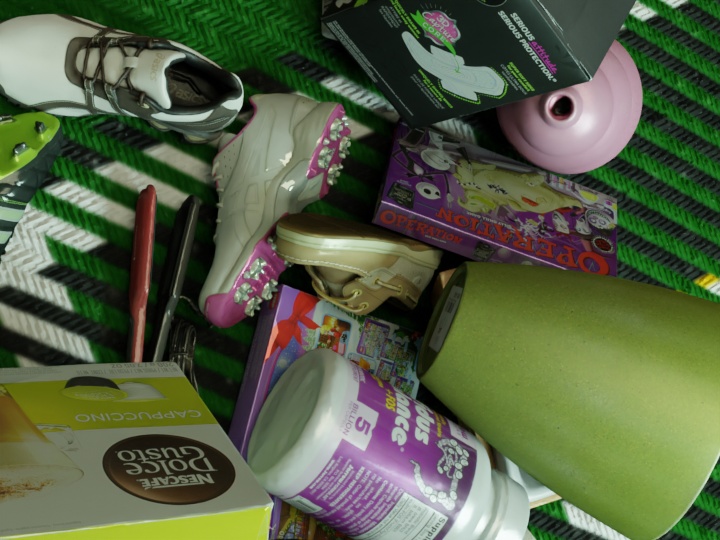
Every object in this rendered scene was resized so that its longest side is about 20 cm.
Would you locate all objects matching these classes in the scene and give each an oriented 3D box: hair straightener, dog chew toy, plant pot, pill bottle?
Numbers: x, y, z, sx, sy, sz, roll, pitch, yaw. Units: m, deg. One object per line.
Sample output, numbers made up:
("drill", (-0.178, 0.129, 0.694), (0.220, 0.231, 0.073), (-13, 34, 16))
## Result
("hair straightener", (-0.136, 0.040, 1.024), (0.076, 0.041, 0.203), (9, 74, -26))
("dog chew toy", (0.167, -0.136, 1.110), (0.123, 0.200, 0.126), (2, 99, 10))
("plant pot", (0.148, 0.074, 1.013), (0.198, 0.187, 0.189), (23, 74, -6))
("pill bottle", (0.025, 0.150, 1.009), (0.199, 0.112, 0.113), (32, 71, -21))

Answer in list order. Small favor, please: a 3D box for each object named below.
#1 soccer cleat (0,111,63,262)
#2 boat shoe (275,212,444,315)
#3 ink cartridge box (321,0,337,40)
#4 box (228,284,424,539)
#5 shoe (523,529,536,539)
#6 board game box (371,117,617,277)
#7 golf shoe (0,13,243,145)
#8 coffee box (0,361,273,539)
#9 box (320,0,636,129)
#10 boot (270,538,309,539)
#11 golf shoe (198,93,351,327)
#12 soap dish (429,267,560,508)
("soccer cleat", (-0.272, -0.032, 0.960), (0.201, 0.067, 0.082), (-58, 152, -35))
("boat shoe", (0.000, 0.000, 1.045), (0.199, 0.073, 0.067), (9, 100, -56))
("ink cartridge box", (0.057, -0.261, 1.166), (0.198, 0.057, 0.165), (9, 79, -43))
("box", (-0.032, 0.127, 1.068), (0.135, 0.039, 0.203), (20, 76, -24))
("shoe", (0.163, 0.274, 1.133), (0.053, 0.070, 0.201), (-37, 109, -21))
("board game box", (0.112, -0.049, 1.104), (0.198, 0.032, 0.121), (20, 44, -6))
("golf shoe", (-0.177, -0.149, 1.000), (0.197, 0.094, 0.079), (8, 81, -24))
("coffee box", (-0.186, 0.192, 0.858), (0.197, 0.198, 0.203), (-1, 113, -26))
("box", (0.097, -0.215, 1.035), (0.124, 0.199, 0.149), (47, 59, -25))
("boot", (0.010, 0.268, 0.949), (0.198, 0.068, 0.132), (23, 79, -21))
("golf shoe", (-0.082, -0.051, 1.049), (0.091, 0.076, 0.201), (22, 66, 15))
("soap dish", (0.145, 0.086, 1.138), (0.156, 0.081, 0.203), (-13, 90, -27))
